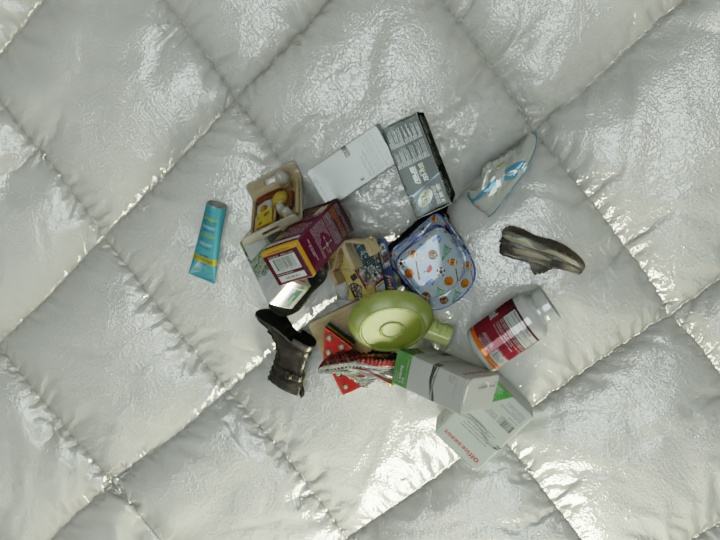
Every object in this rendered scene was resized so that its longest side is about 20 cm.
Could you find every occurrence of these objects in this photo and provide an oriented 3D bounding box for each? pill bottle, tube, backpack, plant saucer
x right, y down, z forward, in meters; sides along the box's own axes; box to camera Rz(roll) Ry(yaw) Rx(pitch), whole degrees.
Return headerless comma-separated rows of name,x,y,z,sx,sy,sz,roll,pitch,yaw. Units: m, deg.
pill bottle,0.349,0.129,1.473,0.198,0.113,0.114,-38,93,16
tube,0.124,0.120,1.539,0.196,0.058,0.053,25,98,1
backpack,0.170,-0.015,1.464,0.199,0.155,0.191,-38,104,14
plant saucer,0.069,0.124,1.452,0.194,0.032,0.203,-2,136,-2
tube,-0.378,-0.071,1.615,0.076,0.050,0.205,22,111,14

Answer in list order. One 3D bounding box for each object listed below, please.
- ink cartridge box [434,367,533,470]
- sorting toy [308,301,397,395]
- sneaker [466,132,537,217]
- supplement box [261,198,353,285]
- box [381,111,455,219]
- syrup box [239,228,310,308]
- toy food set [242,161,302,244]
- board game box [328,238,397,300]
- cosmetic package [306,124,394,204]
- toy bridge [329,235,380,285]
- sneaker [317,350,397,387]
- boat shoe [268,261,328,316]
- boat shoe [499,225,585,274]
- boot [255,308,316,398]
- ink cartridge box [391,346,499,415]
ink cartridge box,0.293,0.352,1.549,0.146,0.083,0.201,42,106,-1
sorting toy,-0.008,0.187,1.581,0.196,0.070,0.203,-25,96,16
sneaker,0.314,-0.221,1.421,0.080,0.076,0.202,35,105,4
supplement box,-0.114,-0.065,1.427,0.108,0.201,0.087,-14,115,37
box,0.130,-0.232,1.409,0.084,0.164,0.204,-21,99,14
syrup box,-0.201,-0.014,1.516,0.079,0.081,0.202,-46,55,21
toy food set,-0.208,-0.158,1.491,0.141,0.203,0.061,-23,131,16
board game box,0.000,0.000,1.494,0.198,0.034,0.139,1,107,53
cosmetic package,-0.016,-0.239,1.485,0.197,0.074,0.103,-32,96,15
toy bridge,-0.020,-0.034,1.451,0.200,0.027,0.069,-41,72,54
sneaker,-0.006,0.238,1.515,0.194,0.078,0.085,0,104,11
boat shoe,-0.143,0.036,1.574,0.199,0.074,0.076,-39,102,27
boat shoe,0.404,-0.033,1.454,0.196,0.074,0.075,25,117,14
boot,-0.205,0.212,1.628,0.198,0.069,0.177,33,120,18
ink cartridge box,0.192,0.245,1.467,0.197,0.144,0.087,19,100,41
